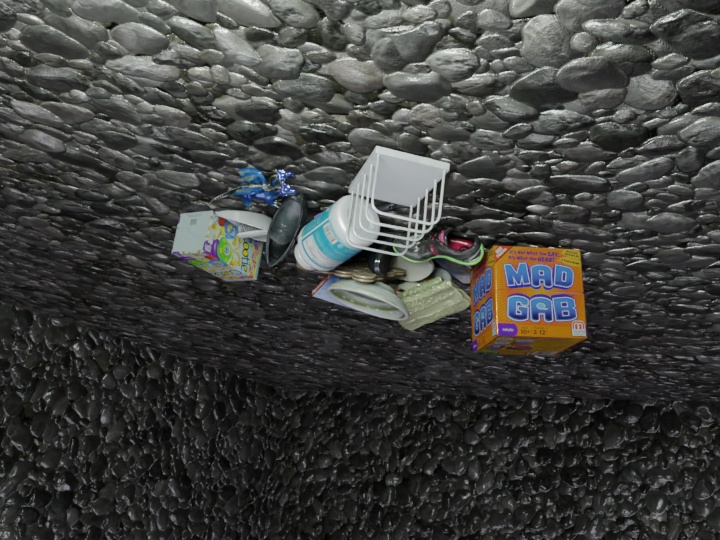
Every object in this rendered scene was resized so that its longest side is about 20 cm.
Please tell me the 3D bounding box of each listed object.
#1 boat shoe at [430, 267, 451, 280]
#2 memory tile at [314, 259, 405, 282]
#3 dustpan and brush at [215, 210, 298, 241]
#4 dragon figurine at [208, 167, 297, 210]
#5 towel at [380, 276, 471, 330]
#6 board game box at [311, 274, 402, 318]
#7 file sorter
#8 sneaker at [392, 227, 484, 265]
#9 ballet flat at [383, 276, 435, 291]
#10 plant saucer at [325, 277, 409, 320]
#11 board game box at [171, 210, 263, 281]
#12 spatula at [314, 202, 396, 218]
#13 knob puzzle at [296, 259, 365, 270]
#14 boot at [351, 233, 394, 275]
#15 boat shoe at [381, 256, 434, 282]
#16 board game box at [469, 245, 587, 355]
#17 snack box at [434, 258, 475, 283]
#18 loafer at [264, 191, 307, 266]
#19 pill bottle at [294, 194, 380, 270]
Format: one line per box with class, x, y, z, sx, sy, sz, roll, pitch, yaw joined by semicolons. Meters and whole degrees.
boat shoe;0.177;0.025;1.947;0.064;0.071;0.200;-27;-177;-29
memory tile;0.000;0.000;1.746;0.153;0.017;0.200;12;-169;28
dustpan and brush;-0.217;-0.092;1.741;0.199;0.058;0.140;-4;159;26
dragon figurine;-0.212;-0.164;1.515;0.199;0.059;0.099;3;162;12
towel;0.157;0.081;1.840;0.199;0.037;0.148;-22;143;28
board game box;-0.005;0.057;1.846;0.199;0.020;0.103;19;139;-26
file sorter;0.061;-0.120;1.426;0.138;0.125;0.200;11;162;-12
sneaker;0.169;-0.063;1.676;0.199;0.077;0.084;2;145;7
ballet flat;0.102;0.039;1.900;0.199;0.071;0.065;-8;169;40
plant saucer;0.022;0.056;1.752;0.199;0.050;0.200;18;165;5
board game box;-0.337;-0.054;1.843;0.104;0.104;0.200;-3;160;31
spatula;-0.007;-0.122;1.622;0.199;0.021;0.056;-6;154;37
knob puzzle;-0.070;-0.033;1.875;0.218;0.031;0.220;-6;171;-1
boot;-0.033;-0.041;1.711;0.199;0.066;0.165;5;-160;12
boat shoe;0.102;-0.008;1.867;0.199;0.072;0.068;-16;-170;42
board game box;0.370;0.073;1.736;0.199;0.201;0.200;3;163;-7
snack box;0.243;-0.010;1.862;0.072;0.024;0.200;-1;161;31
loafer;-0.159;-0.085;1.632;0.068;0.071;0.201;22;136;-4
pill bottle;-0.057;-0.069;1.600;0.110;0.111;0.200;19;149;-31
